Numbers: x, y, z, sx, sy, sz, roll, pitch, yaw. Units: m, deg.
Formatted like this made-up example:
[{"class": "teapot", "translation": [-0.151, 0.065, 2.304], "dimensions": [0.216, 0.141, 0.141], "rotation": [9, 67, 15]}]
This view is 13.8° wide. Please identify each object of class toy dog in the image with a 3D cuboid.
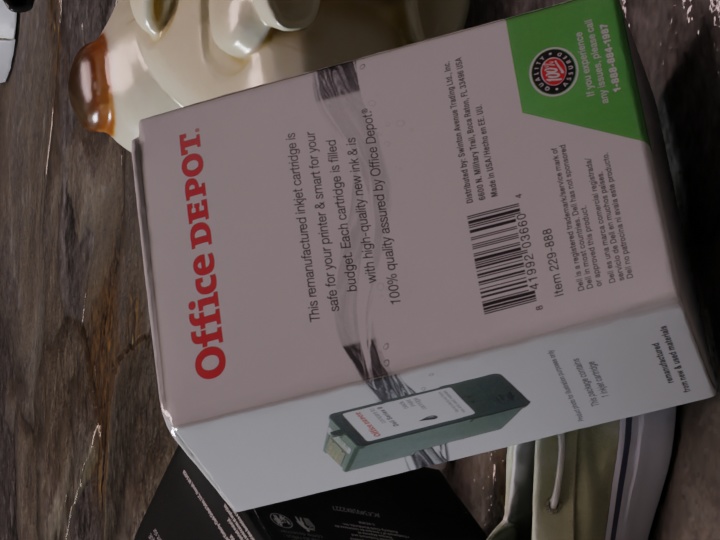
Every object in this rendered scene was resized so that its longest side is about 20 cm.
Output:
[{"class": "toy dog", "translation": [-0.052, -0.107, 1.482], "dimensions": [0.200, 0.139, 0.194], "rotation": [-4, 92, 51]}]

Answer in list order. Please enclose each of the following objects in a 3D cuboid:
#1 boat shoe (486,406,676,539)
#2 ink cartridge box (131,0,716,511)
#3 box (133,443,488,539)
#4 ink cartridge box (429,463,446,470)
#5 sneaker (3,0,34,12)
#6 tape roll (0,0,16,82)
[{"class": "boat shoe", "translation": [0.079, 0.118, 1.217], "dimensions": [0.072, 0.062, 0.200], "rotation": [-118, 32, -62]}, {"class": "ink cartridge box", "translation": [0.023, -0.006, 1.151], "dimensions": [0.084, 0.200, 0.146], "rotation": [61, -162, -56]}, {"class": "box", "translation": [-0.036, 0.195, 1.351], "dimensions": [0.200, 0.148, 0.124], "rotation": [-63, 36, 20]}, {"class": "ink cartridge box", "translation": [0.000, 0.000, 1.520], "dimensions": [0.200, 0.067, 0.117], "rotation": [-112, 28, -56]}, {"class": "sneaker", "translation": [-0.305, -0.321, 2.731], "dimensions": [0.200, 0.071, 0.080], "rotation": [102, 158, -52]}, {"class": "tape roll", "translation": [-0.400, -0.293, 3.073], "dimensions": [0.202, 0.071, 0.203], "rotation": [-178, 90, -75]}]
